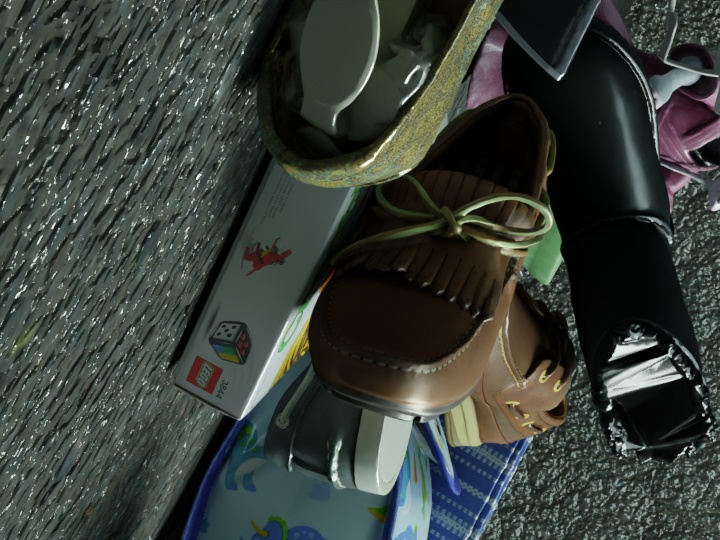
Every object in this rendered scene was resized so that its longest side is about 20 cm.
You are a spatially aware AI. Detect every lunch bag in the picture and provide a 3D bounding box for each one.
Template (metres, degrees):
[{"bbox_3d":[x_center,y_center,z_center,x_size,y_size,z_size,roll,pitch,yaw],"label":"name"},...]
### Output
[{"bbox_3d":[-0.012,0.105,1.000,0.170,0.127,0.200,64,39,-79],"label":"lunch bag"}]

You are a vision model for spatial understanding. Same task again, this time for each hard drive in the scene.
[{"bbox_3d":[0.096,-0.173,0.827,0.200,0.042,0.135,-79,-167,-64],"label":"hard drive"}]

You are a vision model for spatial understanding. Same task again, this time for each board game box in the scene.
[{"bbox_3d":[-0.002,-0.050,0.743,0.200,0.035,0.126,-64,173,21],"label":"board game box"}]

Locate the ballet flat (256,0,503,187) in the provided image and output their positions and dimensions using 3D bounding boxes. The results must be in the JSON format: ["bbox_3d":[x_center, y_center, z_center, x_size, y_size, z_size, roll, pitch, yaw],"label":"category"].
[{"bbox_3d":[0.022,-0.110,0.570,0.200,0.071,0.071,-65,173,24],"label":"ballet flat"}]

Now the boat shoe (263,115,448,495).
[{"bbox_3d":[0.000,0.000,0.868,0.073,0.062,0.200,52,45,-68],"label":"boat shoe"}]

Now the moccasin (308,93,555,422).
[{"bbox_3d":[0.035,-0.011,0.728,0.201,0.074,0.078,-46,154,-54],"label":"moccasin"}]

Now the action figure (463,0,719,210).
[{"bbox_3d":[0.158,-0.096,1.095,0.149,0.200,0.134,-58,174,-43],"label":"action figure"}]

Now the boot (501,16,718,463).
[{"bbox_3d":[0.126,-0.011,0.959,0.163,0.073,0.198,-90,161,-47],"label":"boot"}]

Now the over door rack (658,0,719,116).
[{"bbox_3d":[0.160,-0.177,0.919,0.148,0.067,0.200,-99,-175,-72],"label":"over door rack"}]

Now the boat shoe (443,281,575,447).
[{"bbox_3d":[0.073,0.035,0.952,0.200,0.067,0.072,76,16,-66],"label":"boat shoe"}]

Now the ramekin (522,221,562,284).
[{"bbox_3d":[0.168,-0.097,1.669,0.200,0.098,0.200,-60,174,-11],"label":"ramekin"}]

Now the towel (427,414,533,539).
[{"bbox_3d":[0.014,0.114,1.099,0.200,0.145,0.024,-62,158,-2],"label":"towel"}]
